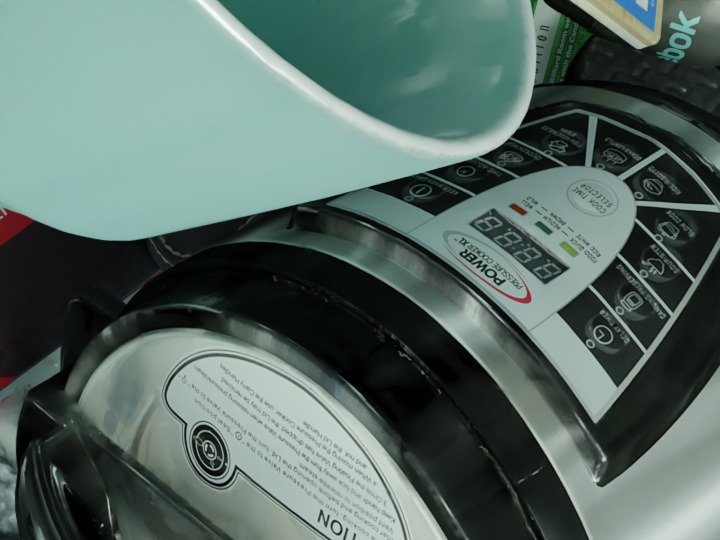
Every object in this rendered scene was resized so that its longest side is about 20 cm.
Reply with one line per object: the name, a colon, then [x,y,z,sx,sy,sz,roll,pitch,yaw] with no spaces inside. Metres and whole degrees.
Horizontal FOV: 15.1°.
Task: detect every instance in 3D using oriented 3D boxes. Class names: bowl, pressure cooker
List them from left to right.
bowl: [-0.060,-0.087,0.630,0.105,0.201,0.201,-34,122,25]
pressure cooker: [0.021,0.062,0.677,0.199,0.175,0.180,-28,99,-38]

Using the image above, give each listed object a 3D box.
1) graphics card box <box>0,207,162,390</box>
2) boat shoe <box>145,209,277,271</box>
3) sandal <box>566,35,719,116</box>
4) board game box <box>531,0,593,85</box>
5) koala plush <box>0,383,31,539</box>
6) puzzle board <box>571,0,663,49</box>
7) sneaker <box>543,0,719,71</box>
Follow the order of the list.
graphics card box: [-0.150,-0.038,0.730,0.125,0.051,0.200,-35,130,-5]
boat shoe: [-0.010,-0.083,0.740,0.063,0.073,0.201,18,107,-55]
sandal: [0.157,-0.051,0.872,0.199,0.045,0.076,-2,66,-13]
board game box: [0.083,-0.115,0.865,0.104,0.023,0.201,11,99,-30]
koala plush: [-0.072,0.149,0.781,0.200,0.183,0.178,41,65,-27]
puzzle board: [0.035,-0.174,0.685,0.150,0.017,0.201,31,58,-44]
sneaker: [0.095,-0.154,0.763,0.079,0.075,0.201,7,74,-6]
